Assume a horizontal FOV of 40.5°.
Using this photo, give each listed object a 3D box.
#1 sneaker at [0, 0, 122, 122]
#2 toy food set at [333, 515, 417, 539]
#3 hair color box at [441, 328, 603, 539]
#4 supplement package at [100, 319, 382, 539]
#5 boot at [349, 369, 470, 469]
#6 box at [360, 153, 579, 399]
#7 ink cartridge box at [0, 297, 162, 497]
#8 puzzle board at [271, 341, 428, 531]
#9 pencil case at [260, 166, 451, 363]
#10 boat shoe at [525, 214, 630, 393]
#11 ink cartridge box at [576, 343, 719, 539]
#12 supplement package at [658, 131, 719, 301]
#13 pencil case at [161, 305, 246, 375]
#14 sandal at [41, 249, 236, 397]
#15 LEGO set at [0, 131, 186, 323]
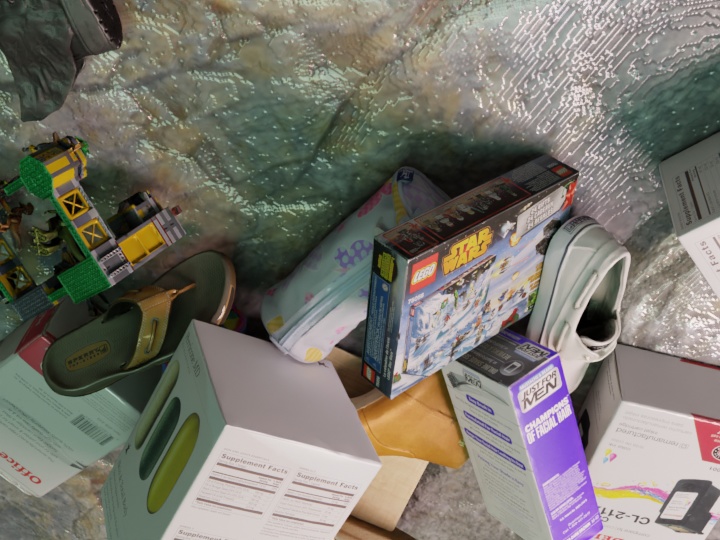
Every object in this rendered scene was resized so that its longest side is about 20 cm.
[{"bbox_3d":[-0.255,-0.216,0.745,0.104,0.060,0.200,-13,127,12],"label":"sneaker"},{"bbox_3d":[-0.015,0.277,1.017,0.199,0.198,0.049,27,82,-24],"label":"toy food set"},{"bbox_3d":[0.145,0.153,0.885,0.065,0.109,0.201,-31,118,-20],"label":"hair color box"},{"bbox_3d":[-0.112,0.180,0.849,0.150,0.152,0.200,20,111,-30],"label":"supplement package"},{"bbox_3d":[0.034,0.163,0.938,0.144,0.071,0.202,32,96,-17],"label":"boot"},{"bbox_3d":[0.088,0.002,0.780,0.040,0.200,0.137,36,136,33],"label":"box"},{"bbox_3d":[-0.314,0.130,0.996,0.200,0.085,0.146,-34,115,27],"label":"ink cartridge box"},{"bbox_3d":[-0.022,0.157,0.971,0.199,0.017,0.151,25,96,-13],"label":"puzzle board"},{"bbox_3d":[0.000,0.000,0.846,0.083,0.091,0.200,38,124,-18],"label":"pencil case"},{"bbox_3d":[0.194,0.047,0.847,0.072,0.066,0.201,-20,134,-29],"label":"boat shoe"},{"bbox_3d":[0.281,0.183,0.941,0.145,0.083,0.201,13,127,-1],"label":"ink cartridge box"},{"bbox_3d":[0.345,-0.062,0.731,0.200,0.110,0.114,-28,118,26],"label":"supplement package"},{"bbox_3d":[-0.154,0.116,0.964,0.088,0.089,0.201,9,128,3],"label":"pencil case"},{"bbox_3d":[-0.201,0.046,0.865,0.199,0.082,0.055,-25,158,4],"label":"sandal"},{"bbox_3d":[-0.251,-0.044,0.861,0.200,0.116,0.154,-32,97,42],"label":"LEGO set"}]
